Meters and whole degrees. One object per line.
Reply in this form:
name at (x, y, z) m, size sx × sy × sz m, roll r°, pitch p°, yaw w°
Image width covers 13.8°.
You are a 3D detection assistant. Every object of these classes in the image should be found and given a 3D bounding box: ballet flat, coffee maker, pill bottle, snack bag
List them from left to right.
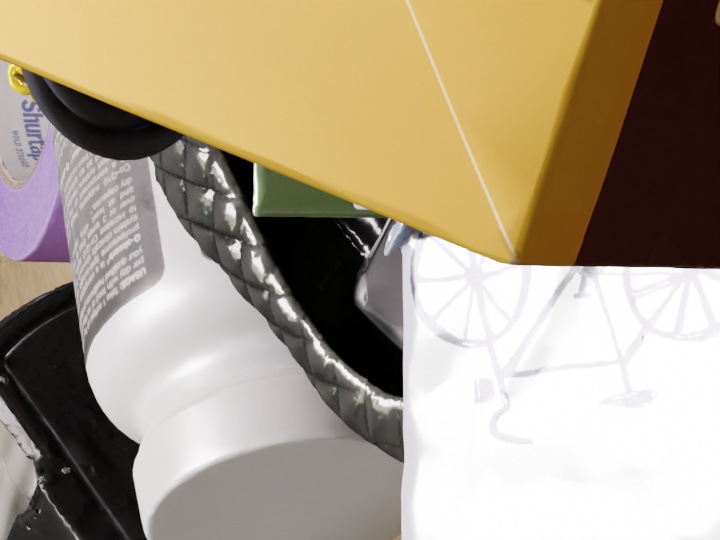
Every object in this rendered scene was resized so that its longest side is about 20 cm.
coffee maker at (-0.087, 0.131, 1.097) m, size 0.200 × 0.135 × 0.192 m, roll 115°, pitch 147°, yaw -49°
pill bottle at (-0.039, -0.006, 0.997) m, size 0.116 × 0.116 × 0.200 m, roll 119°, pitch 146°, yaw -52°
ballet flat at (0.000, 0.000, 0.883) m, size 0.200 × 0.066 × 0.057 m, roll 41°, pitch 162°, yaw 30°
snack bag at (0.075, -0.019, 0.703) m, size 0.189 × 0.021 × 0.200 m, roll 0°, pitch 89°, yaw 39°

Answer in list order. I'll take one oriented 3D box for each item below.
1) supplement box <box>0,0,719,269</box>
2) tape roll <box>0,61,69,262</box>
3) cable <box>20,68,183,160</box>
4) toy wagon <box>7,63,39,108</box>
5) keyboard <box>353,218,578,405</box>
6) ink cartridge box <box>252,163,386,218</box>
supplement box at (0.018, -0.093, 0.599) m, size 0.197 × 0.200 × 0.133 m, roll 23°, pitch 101°, yaw 30°
tape roll at (-0.117, -0.103, 1.286) m, size 0.200 × 0.066 × 0.200 m, roll 180°, pitch 90°, yaw -70°
cable at (-0.050, -0.116, 0.767) m, size 0.200 × 0.051 × 0.163 m, roll -60°, pitch -31°, yaw -76°
toy wagon at (-0.079, -0.134, 0.877) m, size 0.155 × 0.040 × 0.200 m, roll 80°, pitch -158°, yaw -53°
keyboard at (0.077, -0.051, 0.757) m, size 0.104 × 0.040 × 0.200 m, roll 45°, pitch 112°, yaw 47°
ink cartridge box at (0.009, -0.115, 0.891) m, size 0.059 × 0.104 × 0.200 m, roll 180°, pitch 90°, yaw -70°
